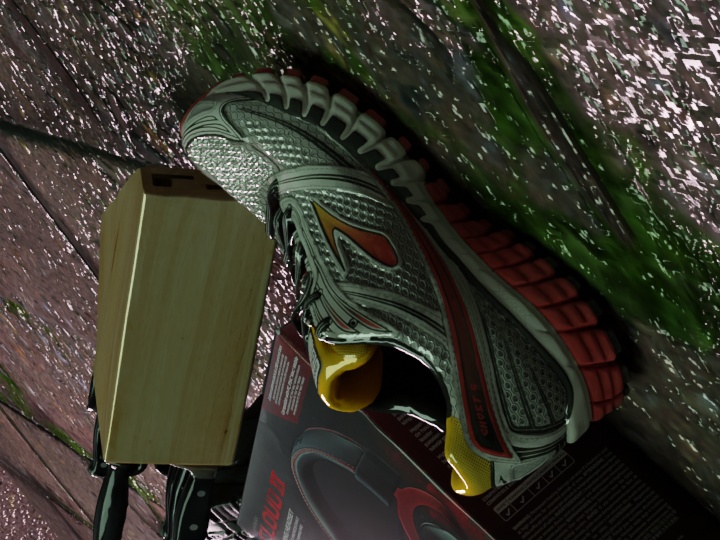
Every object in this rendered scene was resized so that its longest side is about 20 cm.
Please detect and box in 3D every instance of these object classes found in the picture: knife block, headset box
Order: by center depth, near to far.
[{"bbox_3d":[0.034,0.098,0.806,0.200,0.075,0.149,43,146,20],"label":"headset box"},{"bbox_3d":[-0.086,0.053,0.923,0.200,0.063,0.177,152,118,-73],"label":"knife block"}]

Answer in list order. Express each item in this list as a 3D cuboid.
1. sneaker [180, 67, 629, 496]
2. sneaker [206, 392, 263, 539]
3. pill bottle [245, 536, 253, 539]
[{"bbox_3d":[0.000,0.000,0.717,0.200,0.082,0.078,40,162,28],"label":"sneaker"},{"bbox_3d":[-0.024,0.088,0.997,0.076,0.091,0.199,36,148,-29],"label":"sneaker"},{"bbox_3d":[0.019,0.204,0.886,0.200,0.109,0.110,47,165,24],"label":"pill bottle"}]
